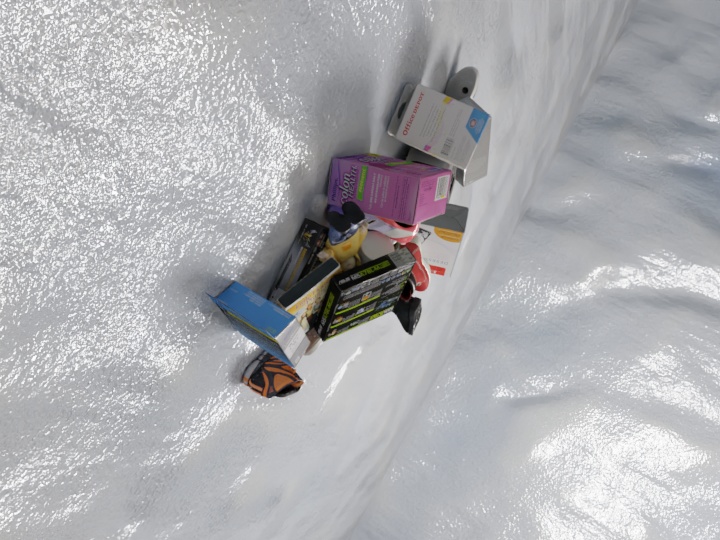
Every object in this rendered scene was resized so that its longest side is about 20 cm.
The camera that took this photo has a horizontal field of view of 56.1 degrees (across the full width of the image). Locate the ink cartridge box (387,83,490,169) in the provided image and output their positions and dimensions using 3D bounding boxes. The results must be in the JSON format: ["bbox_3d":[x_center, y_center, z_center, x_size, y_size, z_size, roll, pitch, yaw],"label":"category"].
[{"bbox_3d":[0.172,-0.327,1.525,0.125,0.198,0.130,-50,165,-80],"label":"ink cartridge box"}]

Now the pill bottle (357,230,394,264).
[{"bbox_3d":[0.000,0.000,1.533,0.111,0.111,0.200,-45,174,-39],"label":"pill bottle"}]

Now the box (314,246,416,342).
[{"bbox_3d":[0.009,0.052,1.439,0.199,0.048,0.194,-23,154,-29],"label":"box"}]

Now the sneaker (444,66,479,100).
[{"bbox_3d":[0.261,-0.444,1.762,0.112,0.073,0.201,-39,158,-54],"label":"sneaker"}]

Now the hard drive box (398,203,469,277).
[{"bbox_3d":[0.169,-0.081,1.652,0.201,0.154,0.077,93,10,-59],"label":"hard drive box"}]

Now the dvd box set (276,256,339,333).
[{"bbox_3d":[-0.105,0.069,1.392,0.146,0.029,0.201,-39,161,-22],"label":"dvd box set"}]

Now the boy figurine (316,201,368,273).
[{"bbox_3d":[-0.036,-0.050,1.374,0.124,0.064,0.201,-33,153,-22],"label":"boy figurine"}]

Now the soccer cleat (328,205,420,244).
[{"bbox_3d":[0.032,-0.115,1.445,0.077,0.198,0.067,122,-18,-50],"label":"soccer cleat"}]

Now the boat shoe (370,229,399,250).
[{"bbox_3d":[0.059,-0.071,1.596,0.071,0.070,0.200,-37,177,1],"label":"boat shoe"}]

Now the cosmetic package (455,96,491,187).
[{"bbox_3d":[0.267,-0.325,1.715,0.090,0.107,0.201,-25,146,-16],"label":"cosmetic package"}]

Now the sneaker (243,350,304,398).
[{"bbox_3d":[-0.157,0.205,1.491,0.200,0.111,0.078,-51,158,-28],"label":"sneaker"}]

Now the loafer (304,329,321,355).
[{"bbox_3d":[-0.085,0.122,1.625,0.201,0.070,0.070,-56,151,-18],"label":"loafer"}]

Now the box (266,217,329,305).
[{"bbox_3d":[-0.111,0.000,1.434,0.201,0.048,0.158,-63,160,3],"label":"box"}]

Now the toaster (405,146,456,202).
[{"bbox_3d":[0.165,-0.215,1.684,0.201,0.118,0.182,86,22,-56],"label":"toaster"}]

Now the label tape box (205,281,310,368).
[{"bbox_3d":[-0.181,0.089,1.234,0.064,0.143,0.200,-55,159,-18],"label":"label tape box"}]

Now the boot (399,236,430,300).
[{"bbox_3d":[0.122,0.030,1.635,0.201,0.072,0.145,66,29,-54],"label":"boot"}]

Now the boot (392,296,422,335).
[{"bbox_3d":[0.057,0.082,1.738,0.165,0.198,0.066,88,26,-57],"label":"boot"}]

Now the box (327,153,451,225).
[{"bbox_3d":[0.062,-0.174,1.398,0.176,0.198,0.098,-23,125,-59],"label":"box"}]
